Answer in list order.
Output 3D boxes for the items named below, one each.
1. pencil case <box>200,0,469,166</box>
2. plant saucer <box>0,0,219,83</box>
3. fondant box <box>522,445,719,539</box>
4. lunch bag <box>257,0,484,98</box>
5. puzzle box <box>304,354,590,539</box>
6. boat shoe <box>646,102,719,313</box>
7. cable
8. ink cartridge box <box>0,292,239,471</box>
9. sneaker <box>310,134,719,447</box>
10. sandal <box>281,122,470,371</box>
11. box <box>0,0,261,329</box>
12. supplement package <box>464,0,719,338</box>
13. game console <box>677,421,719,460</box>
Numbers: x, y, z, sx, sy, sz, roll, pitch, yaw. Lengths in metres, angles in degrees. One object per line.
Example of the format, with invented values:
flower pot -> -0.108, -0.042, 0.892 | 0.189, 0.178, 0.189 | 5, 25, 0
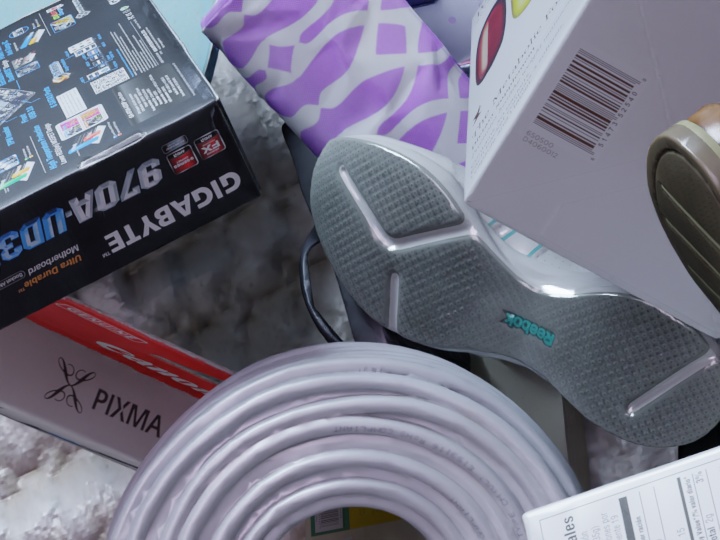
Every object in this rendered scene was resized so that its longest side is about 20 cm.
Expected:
pencil case -> 0.019, -0.067, 0.920 | 0.085, 0.084, 0.200 | -42, 99, -4
plant saucer -> -0.139, -0.101, 1.016 | 0.200, 0.027, 0.201 | -13, 68, 33
fondant box -> 0.173, 0.092, 0.692 | 0.199, 0.144, 0.058 | -21, 60, 22
lunch bag -> 0.029, -0.181, 0.983 | 0.169, 0.127, 0.201 | -6, 73, 23
puzzle box -> 0.039, 0.125, 0.929 | 0.133, 0.025, 0.201 | -14, 66, 27
boat shoe -> 0.152, 0.001, 0.714 | 0.068, 0.200, 0.072 | -34, 51, 0
cable -> -0.003, 0.129, 0.824 | 0.199, 0.069, 0.201 | -22, 91, 1
ink cartridge box -> -0.109, 0.053, 0.916 | 0.176, 0.200, 0.045 | 10, 76, 49
sneaker -> 0.068, 0.003, 0.854 | 0.200, 0.080, 0.071 | 30, 118, 21
sandal -> 0.000, 0.000, 0.953 | 0.043, 0.076, 0.200 | -39, 33, 15
box -> -0.138, -0.046, 0.860 | 0.159, 0.046, 0.200 | -27, 27, -5
supplement package -> 0.113, -0.083, 0.822 | 0.114, 0.109, 0.200 | -58, 10, 23
game console -> 0.212, 0.118, 0.760 | 0.199, 0.031, 0.178 | -12, 68, 25
